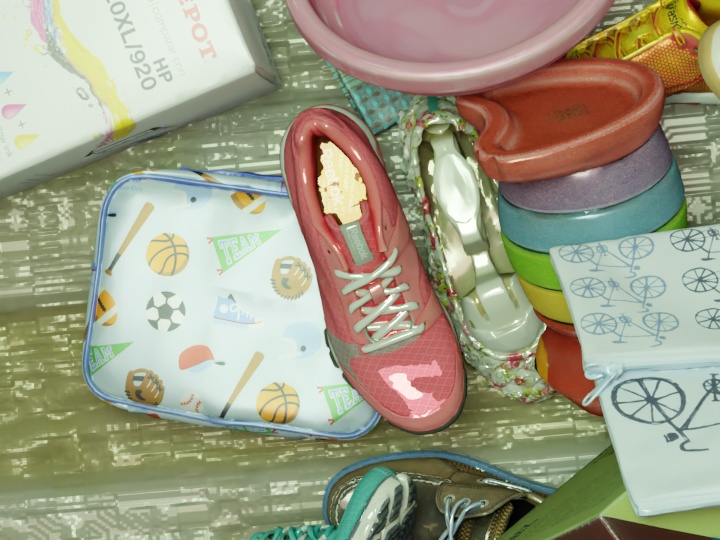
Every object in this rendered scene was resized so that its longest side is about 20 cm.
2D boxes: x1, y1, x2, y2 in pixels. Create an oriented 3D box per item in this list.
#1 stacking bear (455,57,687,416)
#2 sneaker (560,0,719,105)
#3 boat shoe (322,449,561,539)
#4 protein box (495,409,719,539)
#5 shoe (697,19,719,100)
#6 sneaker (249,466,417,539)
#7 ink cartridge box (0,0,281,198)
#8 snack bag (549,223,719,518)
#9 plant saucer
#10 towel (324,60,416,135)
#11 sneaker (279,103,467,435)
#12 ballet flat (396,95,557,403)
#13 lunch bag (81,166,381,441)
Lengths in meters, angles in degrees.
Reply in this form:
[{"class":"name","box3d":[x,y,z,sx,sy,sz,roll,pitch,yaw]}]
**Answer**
[{"class":"stacking bear","box3d":[0.131,-0.008,1.273,0.113,0.122,0.201,-13,117,0]},{"class":"sneaker","box3d":[0.164,-0.127,1.313,0.199,0.077,0.073,-15,47,-2]},{"class":"boat shoe","box3d":[0.074,0.151,1.343,0.199,0.072,0.073,5,95,4]},{"class":"protein box","box3d":[0.182,0.154,1.209,0.198,0.200,0.135,-35,88,-31]},{"class":"shoe","box3d":[0.278,-0.111,1.258,0.199,0.053,0.070,8,66,-27]},{"class":"sneaker","box3d":[-0.035,0.182,1.325,0.080,0.077,0.200,43,126,12]},{"class":"ink cartridge box","box3d":[-0.167,-0.141,1.309,0.199,0.145,0.148,-22,91,4]},{"class":"snack bag","box3d":[0.203,0.042,1.137,0.188,0.200,0.021,-6,131,-3]},{"class":"plant saucer","box3d":[0.055,-0.172,1.279,0.200,0.051,0.201,-6,54,8]},{"class":"towel","box3d":[0.017,-0.201,1.354,0.146,0.022,0.200,-30,91,6]},{"class":"sneaker","box3d":[0.000,0.000,1.265,0.074,0.087,0.201,-23,85,3]},{"class":"ballet flat","box3d":[0.069,-0.010,1.334,0.075,0.064,0.201,-23,95,6]},{"class":"lunch bag","box3d":[-0.062,0.016,1.347,0.199,0.076,0.161,8,89,3]}]
